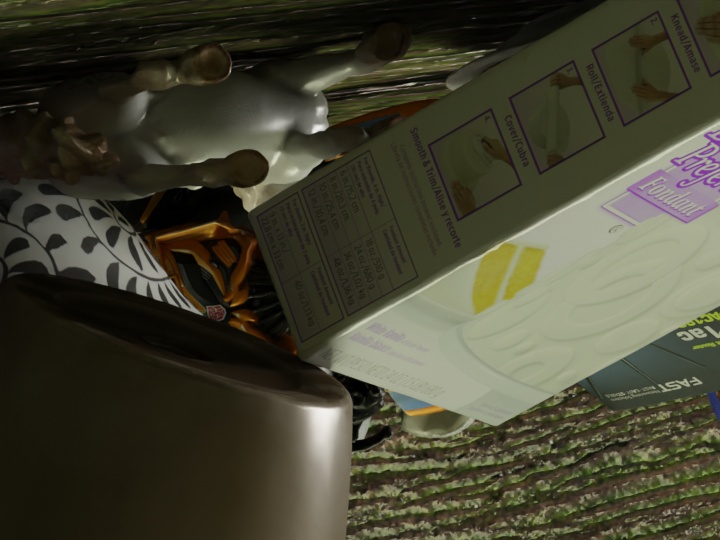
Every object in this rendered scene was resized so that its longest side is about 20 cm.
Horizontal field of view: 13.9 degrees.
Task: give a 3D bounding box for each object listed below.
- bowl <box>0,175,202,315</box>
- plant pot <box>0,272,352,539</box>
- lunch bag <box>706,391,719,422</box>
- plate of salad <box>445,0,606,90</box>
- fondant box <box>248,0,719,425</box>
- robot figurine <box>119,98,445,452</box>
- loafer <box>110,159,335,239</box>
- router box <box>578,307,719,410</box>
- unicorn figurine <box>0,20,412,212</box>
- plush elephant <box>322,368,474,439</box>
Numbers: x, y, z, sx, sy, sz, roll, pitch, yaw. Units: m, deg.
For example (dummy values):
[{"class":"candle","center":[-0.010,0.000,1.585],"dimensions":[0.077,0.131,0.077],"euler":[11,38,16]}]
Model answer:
[{"class":"bowl","center":[-0.162,0.005,1.067],"dimensions":[0.200,0.095,0.201],"euler":[-16,-178,0]},{"class":"plant pot","center":[-0.083,0.102,0.927],"dimensions":[0.199,0.174,0.200],"euler":[20,-173,-2]},{"class":"lunch bag","center":[0.280,0.020,1.682],"dimensions":[0.123,0.201,0.170],"euler":[-5,174,-44]},{"class":"plate of salad","center":[0.130,-0.074,1.053],"dimensions":[0.199,0.048,0.200],"euler":[-10,177,-1]},{"class":"fondant box","center":[0.085,-0.026,0.965],"dimensions":[0.199,0.058,0.144],"euler":[-31,156,21]},{"class":"robot figurine","center":[0.000,0.000,1.161],"dimensions":[0.199,0.146,0.058],"euler":[-16,179,2]},{"class":"loafer","center":[-0.104,-0.012,1.217],"dimensions":[0.199,0.073,0.073],"euler":[-9,177,5]},{"class":"router box","center":[0.165,0.002,1.602],"dimensions":[0.150,0.062,0.199],"euler":[36,148,-30]},{"class":"unicorn figurine","center":[-0.043,-0.044,1.011],"dimensions":[0.199,0.074,0.137],"euler":[14,164,-35]},{"class":"plush elephant","center":[-0.016,0.024,1.534],"dimensions":[0.165,0.155,0.200],"euler":[38,171,40]}]
